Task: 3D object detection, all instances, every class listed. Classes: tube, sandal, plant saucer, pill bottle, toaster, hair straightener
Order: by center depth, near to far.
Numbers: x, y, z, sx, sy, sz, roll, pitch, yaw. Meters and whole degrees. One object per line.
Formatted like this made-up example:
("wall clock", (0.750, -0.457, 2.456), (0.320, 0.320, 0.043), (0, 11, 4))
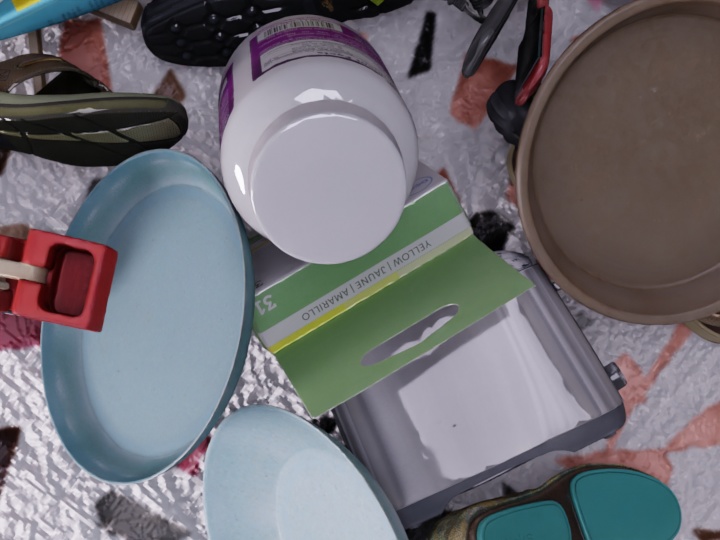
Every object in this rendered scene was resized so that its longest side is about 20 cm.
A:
("pill bottle", (-0.026, -0.076, 0.857), (0.112, 0.200, 0.113), (-2, 111, -5))
("plant saucer", (0.182, -0.066, 0.870), (0.199, 0.029, 0.201), (-4, 109, -13))
("plant saucer", (-0.021, 0.169, 0.884), (0.039, 0.201, 0.202), (-20, 87, -38))
("plant saucer", (-0.125, 0.028, 0.890), (0.027, 0.200, 0.201), (13, 85, -43))
("sandal", (-0.204, -0.105, 0.903), (0.200, 0.080, 0.058), (5, 73, 7))
("hair straightener", (0.084, -0.173, 0.907), (0.077, 0.200, 0.041), (26, 129, -6))
("tube", (-0.161, -0.180, 0.910), (0.199, 0.077, 0.051), (-27, 97, -3))
("toaster", (0.055, 0.073, 0.914), (0.199, 0.114, 0.130), (-26, 85, 4))

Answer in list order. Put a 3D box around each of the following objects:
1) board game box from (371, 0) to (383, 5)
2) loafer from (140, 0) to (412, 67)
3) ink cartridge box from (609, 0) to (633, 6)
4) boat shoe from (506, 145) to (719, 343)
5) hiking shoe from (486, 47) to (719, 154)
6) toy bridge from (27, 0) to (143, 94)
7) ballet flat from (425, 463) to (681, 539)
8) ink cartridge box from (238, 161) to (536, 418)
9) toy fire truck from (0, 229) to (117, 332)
("board game box", (-0.026, -0.263, 0.920), (0.102, 0.048, 0.200), (-44, 68, -12))
("loafer", (-0.045, -0.186, 0.953), (0.200, 0.068, 0.071), (-18, 52, 2))
("ink cartridge box", (0.252, -0.200, 0.958), (0.199, 0.068, 0.116), (27, 80, -1))
("boat shoe", (0.182, -0.027, 0.946), (0.200, 0.072, 0.072), (41, 85, 0))
("hiking shoe", (0.170, -0.110, 0.912), (0.199, 0.076, 0.101), (2, 128, -29))
("toy bridge", (-0.174, -0.176, 0.957), (0.067, 0.027, 0.201), (21, 87, -1))
("ballet flat", (0.116, 0.161, 0.920), (0.199, 0.071, 0.071), (-4, 86, -42))
("ink cartridge box", (0.000, 0.000, 0.872), (0.145, 0.200, 0.048), (-31, 109, -5))
("toy fire truck", (-0.235, -0.004, 0.878), (0.199, 0.141, 0.049), (11, 86, 4))
